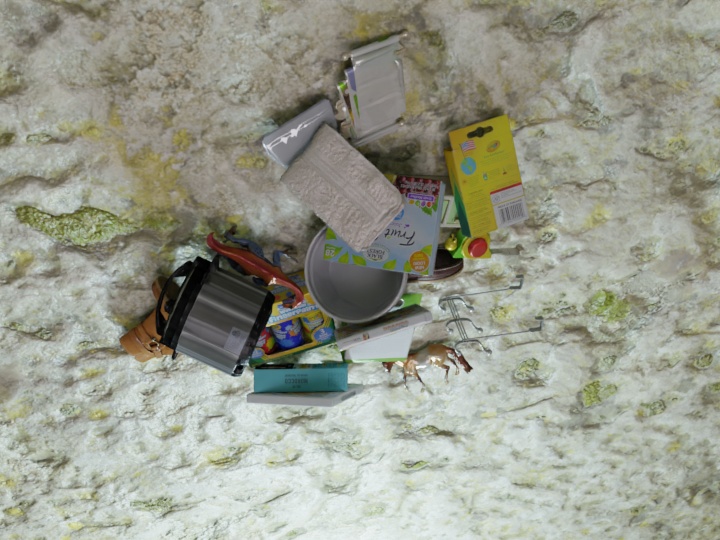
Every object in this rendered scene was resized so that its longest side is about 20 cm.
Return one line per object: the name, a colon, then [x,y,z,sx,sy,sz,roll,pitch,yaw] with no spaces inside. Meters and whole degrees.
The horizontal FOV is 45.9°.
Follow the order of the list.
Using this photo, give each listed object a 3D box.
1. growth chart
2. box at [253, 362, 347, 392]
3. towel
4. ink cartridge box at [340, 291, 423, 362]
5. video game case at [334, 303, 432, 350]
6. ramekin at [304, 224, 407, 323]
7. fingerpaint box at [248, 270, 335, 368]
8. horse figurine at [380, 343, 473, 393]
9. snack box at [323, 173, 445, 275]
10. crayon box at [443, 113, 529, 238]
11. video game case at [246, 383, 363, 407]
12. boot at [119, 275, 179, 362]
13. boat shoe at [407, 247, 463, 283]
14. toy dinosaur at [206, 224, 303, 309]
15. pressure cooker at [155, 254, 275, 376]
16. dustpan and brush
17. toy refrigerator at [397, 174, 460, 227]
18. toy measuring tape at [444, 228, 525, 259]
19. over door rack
growth chart: [0.019,-0.301,1.451,0.143,0.018,0.202,-19,136,-17]
box: [-0.125,0.226,1.800,0.197,0.082,0.050,-1,92,-1]
towel: [-0.028,-0.139,1.465,0.200,0.035,0.133,41,98,-7]
ink cartridge box: [0.041,0.099,1.804,0.145,0.076,0.202,0,130,-16]
video game case: [0.039,0.106,1.636,0.179,0.200,0.023,-18,93,-3]
ramekin: [0.000,0.000,1.621,0.198,0.202,0.105,-28,171,10]
fingerpaint box: [-0.159,0.099,1.743,0.197,0.074,0.168,-16,135,-2]
horse figurine: [0.155,0.218,1.959,0.197,0.050,0.134,-17,124,10]
snack box: [0.043,-0.087,1.525,0.197,0.068,0.172,9,92,15]
crayon box: [0.231,-0.175,1.573,0.125,0.051,0.203,-17,105,-12]
video game case: [-0.115,0.261,1.812,0.197,0.023,0.182,-1,-178,21]
boot: [-0.409,0.103,1.684,0.153,0.077,0.201,-18,141,6]
boat shoe: [0.116,-0.014,1.723,0.197,0.071,0.071,-11,138,-7]
toy dinosaur: [-0.191,0.009,1.593,0.181,0.200,0.106,37,107,11]
pressure cooker: [-0.272,0.079,1.553,0.198,0.178,0.179,24,150,-7]
dustpan and brush: [-0.083,-0.201,1.514,0.138,0.057,0.201,-32,127,-4]
toy refrigerator: [0.139,-0.130,1.626,0.197,0.070,0.077,0,131,-18]
toy measuring tape: [0.260,-0.062,1.731,0.197,0.074,0.074,-2,133,-25]
over door rack: [0.281,0.103,1.827,0.197,0.149,0.067,-16,133,-1]
